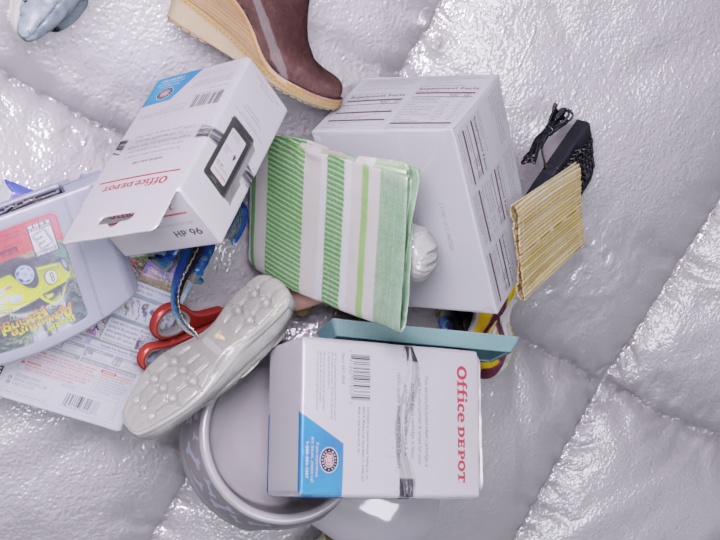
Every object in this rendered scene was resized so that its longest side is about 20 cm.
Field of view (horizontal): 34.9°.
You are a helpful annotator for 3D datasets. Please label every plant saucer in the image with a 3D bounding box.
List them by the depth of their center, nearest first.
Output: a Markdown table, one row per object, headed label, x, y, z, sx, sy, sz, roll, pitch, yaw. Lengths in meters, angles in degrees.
| label | x | y | z | sx | sy | sz | roll | pitch | yaw |
| --- | --- | --- | --- | --- | --- | --- | --- | --- | --- |
| plant saucer | 0.058 | 0.073 | 1.162 | 0.197 | 0.070 | 0.019 | 6 | 74 | -15 |

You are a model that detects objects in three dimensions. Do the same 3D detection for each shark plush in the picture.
| label | x | y | z | sx | sy | sz | roll | pitch | yaw |
| --- | --- | --- | --- | --- | --- | --- | --- | --- | --- |
| shark plush | -0.207 | -0.259 | 0.941 | 0.199 | 0.083 | 0.092 | -32 | 124 | -13 |

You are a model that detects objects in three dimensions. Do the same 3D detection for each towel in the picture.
| label | x | y | z | sx | sy | sz | roll | pitch | yaw |
| --- | --- | --- | --- | --- | --- | --- | --- | --- | --- |
| towel | -0.031 | -0.043 | 1.070 | 0.023 | 0.198 | 0.155 | -17 | 118 | -47 |

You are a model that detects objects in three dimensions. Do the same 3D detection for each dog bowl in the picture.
| label | x | y | z | sx | sy | sz | roll | pitch | yaw |
| --- | --- | --- | --- | --- | --- | --- | --- | --- | --- |
| dog bowl | -0.082 | 0.166 | 1.160 | 0.197 | 0.059 | 0.203 | 3 | 79 | -17 |

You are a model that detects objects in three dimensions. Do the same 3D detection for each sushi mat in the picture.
| label | x | y | z | sx | sy | sz | roll | pitch | yaw |
| --- | --- | --- | --- | --- | --- | --- | --- | --- | --- |
| sushi mat | 0.194 | -0.044 | 1.177 | 0.200 | 0.012 | 0.097 | -32 | 121 | -57 |

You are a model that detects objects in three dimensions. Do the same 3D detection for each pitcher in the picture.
| label | x | y | z | sx | sy | sz | roll | pitch | yaw |
| --- | --- | --- | --- | --- | --- | --- | --- | --- | --- |
| pitcher | -0.007 | 0.216 | 1.256 | 0.198 | 0.121 | 0.174 | 18 | 96 | -22 |

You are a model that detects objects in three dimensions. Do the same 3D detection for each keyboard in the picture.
| label | x | y | z | sx | sy | sz | roll | pitch | yaw |
| --- | --- | --- | --- | --- | --- | --- | --- | --- | --- |
| keyboard | 0.207 | -0.098 | 1.232 | 0.201 | 0.020 | 0.128 | -53 | 134 | -38 |

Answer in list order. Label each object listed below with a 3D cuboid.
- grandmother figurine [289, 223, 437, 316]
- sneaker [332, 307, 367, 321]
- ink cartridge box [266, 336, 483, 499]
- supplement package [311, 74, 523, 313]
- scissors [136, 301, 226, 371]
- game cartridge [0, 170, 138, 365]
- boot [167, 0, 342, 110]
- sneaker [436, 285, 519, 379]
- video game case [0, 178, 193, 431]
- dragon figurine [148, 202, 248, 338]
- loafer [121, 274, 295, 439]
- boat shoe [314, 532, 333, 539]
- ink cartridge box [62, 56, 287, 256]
| label | x | y | z | sx | sy | sz | roll | pitch | yaw |
| --- | --- | --- | --- | --- | --- | --- | --- | --- | --- |
| grandmother figurine | 0.000 | 0.000 | 1.102 | 0.121 | 0.199 | 0.061 | 49 | 52 | -21 |
| sneaker | 0.032 | 0.099 | 1.257 | 0.074 | 0.106 | 0.202 | -24 | 97 | 13 |
| ink cartridge box | 0.015 | 0.148 | 1.117 | 0.198 | 0.084 | 0.147 | 7 | 77 | -27 |
| supplement package | 0.066 | -0.075 | 1.117 | 0.111 | 0.154 | 0.202 | -50 | 134 | -43 |
| scissors | -0.138 | 0.049 | 1.135 | 0.199 | 0.014 | 0.074 | -16 | 128 | -47 |
| game cartridge | -0.296 | 0.008 | 0.987 | 0.198 | 0.041 | 0.134 | -23 | 125 | -20 |
| boot | -0.060 | -0.253 | 1.034 | 0.199 | 0.072 | 0.167 | 28 | 98 | -32 |
| sneaker | 0.120 | 0.059 | 1.253 | 0.089 | 0.075 | 0.201 | -27 | 143 | -23 |
| video game case | -0.274 | 0.037 | 1.060 | 0.199 | 0.045 | 0.183 | 24 | 99 | -35 |
| dragon figurine | -0.142 | -0.042 | 1.041 | 0.058 | 0.201 | 0.100 | 28 | 127 | -21 |
| loafer | -0.139 | 0.090 | 1.091 | 0.199 | 0.070 | 0.070 | -40 | 149 | -13 |
| boat shoe | -0.016 | 0.382 | 1.354 | 0.066 | 0.074 | 0.201 | -29 | 122 | 0 |
| ink cartridge box | -0.155 | -0.082 | 0.973 | 0.068 | 0.115 | 0.201 | 53 | 45 | -36 |
